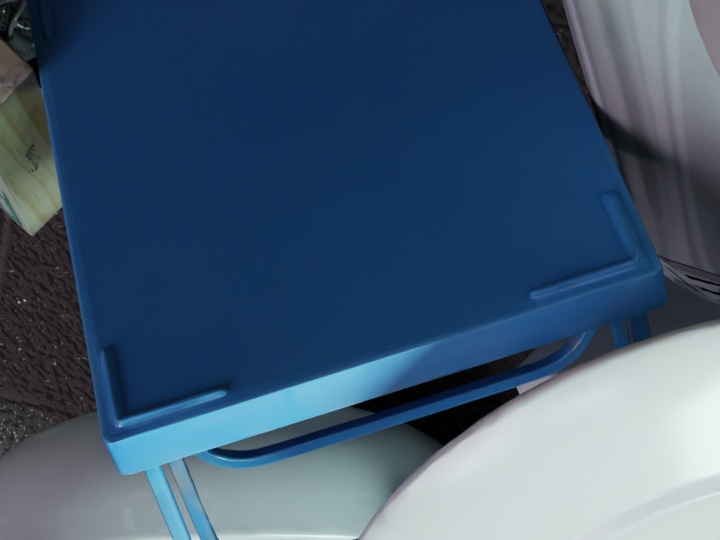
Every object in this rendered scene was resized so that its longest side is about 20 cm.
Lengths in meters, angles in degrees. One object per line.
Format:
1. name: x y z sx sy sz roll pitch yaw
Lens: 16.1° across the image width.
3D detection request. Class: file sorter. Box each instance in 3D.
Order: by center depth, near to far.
1. file sorter: 0.000 0.000 0.711 0.200 0.139 0.123 -107 -1 -49

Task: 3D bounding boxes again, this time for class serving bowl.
1. serving bowl: -0.049 0.083 0.915 0.200 0.200 0.066 -21 65 50

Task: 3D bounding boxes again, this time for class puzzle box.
1. puzzle box: -0.151 -0.078 0.808 0.133 0.025 0.200 43 172 3

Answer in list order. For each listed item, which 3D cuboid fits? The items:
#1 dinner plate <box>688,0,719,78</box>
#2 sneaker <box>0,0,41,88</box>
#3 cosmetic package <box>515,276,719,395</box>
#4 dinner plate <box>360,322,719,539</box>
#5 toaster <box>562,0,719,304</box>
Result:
1. dinner plate: 0.159 -0.097 0.539 0.200 0.200 0.024 20 173 31
2. sneaker: -0.116 -0.113 0.835 0.082 0.075 0.200 37 170 14
3. cosmetic package: 0.155 0.059 0.759 0.200 0.071 0.101 3 124 43
4. dinner plate: 0.093 0.082 0.644 0.200 0.200 0.024 105 158 -47
5. toaster: 0.145 -0.056 0.638 0.200 0.114 0.129 13 135 31
